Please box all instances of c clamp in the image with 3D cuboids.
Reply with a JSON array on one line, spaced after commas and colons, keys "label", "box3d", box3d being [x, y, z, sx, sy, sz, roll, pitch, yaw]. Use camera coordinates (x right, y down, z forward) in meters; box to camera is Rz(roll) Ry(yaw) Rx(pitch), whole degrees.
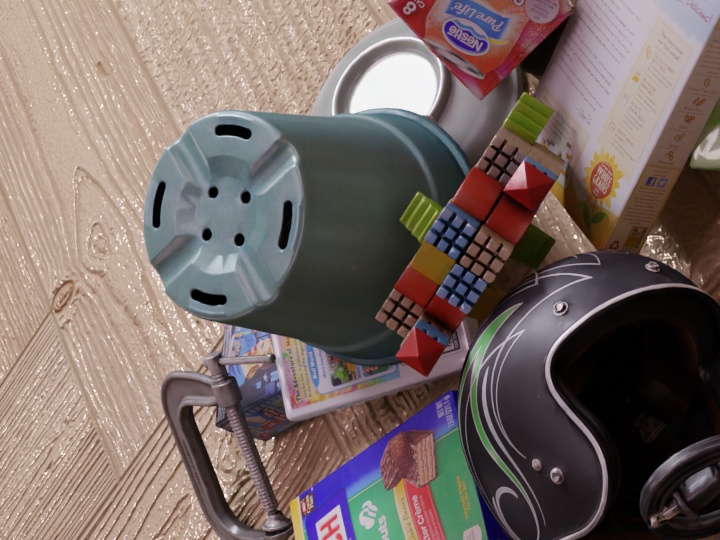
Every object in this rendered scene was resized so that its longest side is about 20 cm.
[{"label": "c clamp", "box3d": [-0.106, 0.155, 1.641, 0.170, 0.027, 0.201, 5, 118, 47]}]

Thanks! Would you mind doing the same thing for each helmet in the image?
[{"label": "helmet", "box3d": [0.157, 0.088, 1.305, 0.200, 0.199, 0.192, -31, 65, 40]}]

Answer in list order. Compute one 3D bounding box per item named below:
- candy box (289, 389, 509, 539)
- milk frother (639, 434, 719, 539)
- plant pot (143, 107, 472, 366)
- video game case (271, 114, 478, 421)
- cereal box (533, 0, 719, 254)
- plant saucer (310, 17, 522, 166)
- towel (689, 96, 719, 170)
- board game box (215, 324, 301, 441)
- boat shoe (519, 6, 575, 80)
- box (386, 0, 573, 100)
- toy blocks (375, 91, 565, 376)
[{"label": "candy box", "box3d": [0.043, 0.211, 1.482, 0.200, 0.077, 0.170, -39, 50, 36]}, {"label": "milk frother", "box3d": [0.259, 0.208, 1.128, 0.188, 0.199, 0.181, 39, 103, 49]}, {"label": "plant pot", "box3d": [-0.043, -0.032, 1.445, 0.199, 0.196, 0.201, -3, 85, 36]}, {"label": "video game case", "box3d": [0.000, 0.000, 1.545, 0.181, 0.024, 0.201, -19, 76, 32]}, {"label": "cereal box", "box3d": [0.185, -0.131, 1.341, 0.201, 0.039, 0.144, -65, 35, 28]}, {"label": "plant saucer", "box3d": [0.033, -0.133, 1.596, 0.199, 0.050, 0.201, -15, 58, 25]}, {"label": "towel", "box3d": [0.311, -0.139, 1.276, 0.199, 0.031, 0.150, -2, 71, 30]}, {"label": "board game box", "box3d": [-0.029, 0.028, 1.649, 0.199, 0.062, 0.201, -15, 64, 44]}, {"label": "boat shoe", "box3d": [0.199, -0.143, 1.435, 0.200, 0.067, 0.072, 30, 92, 53]}, {"label": "box", "box3d": [0.083, -0.205, 1.454, 0.095, 0.100, 0.200, -43, 10, 10]}, {"label": "toy blocks", "box3d": [0.071, -0.016, 1.316, 0.200, 0.100, 0.137, -57, -2, 14]}]
